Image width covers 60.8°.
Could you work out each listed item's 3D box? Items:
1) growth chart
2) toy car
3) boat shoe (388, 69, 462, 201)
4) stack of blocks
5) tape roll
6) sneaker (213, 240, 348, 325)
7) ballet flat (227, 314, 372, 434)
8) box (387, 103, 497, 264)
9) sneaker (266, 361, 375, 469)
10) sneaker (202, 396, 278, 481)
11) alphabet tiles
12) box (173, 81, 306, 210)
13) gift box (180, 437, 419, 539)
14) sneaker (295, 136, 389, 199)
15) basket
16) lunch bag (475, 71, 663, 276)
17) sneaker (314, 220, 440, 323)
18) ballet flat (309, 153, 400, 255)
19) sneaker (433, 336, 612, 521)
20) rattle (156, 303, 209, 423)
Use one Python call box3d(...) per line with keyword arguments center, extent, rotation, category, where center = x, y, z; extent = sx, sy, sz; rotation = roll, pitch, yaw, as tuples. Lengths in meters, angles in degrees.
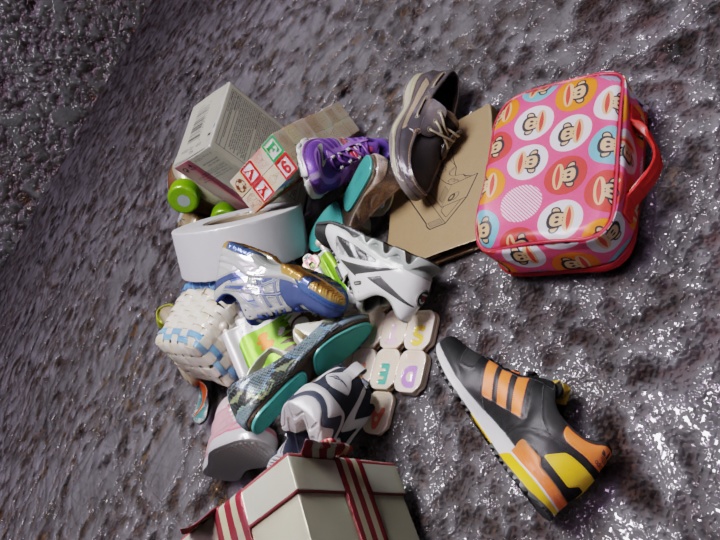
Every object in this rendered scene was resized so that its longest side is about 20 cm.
box3d(center=(-0.087, 0.069, 0.791), extent=(0.199, 0.018, 0.145), rotation=(-38, 66, -5), category="growth chart")
box3d(center=(-0.312, -0.098, 1.147), extent=(0.201, 0.155, 0.166), rotation=(-50, 25, 27), category="toy car")
box3d(center=(0.087, -0.184, 0.782), extent=(0.072, 0.074, 0.205), rotation=(-16, 53, 39), category="boat shoe")
box3d(center=(-0.094, -0.174, 0.928), extent=(0.115, 0.059, 0.200), rotation=(-37, 5, 38), category="stack of blocks")
box3d(center=(-0.175, -0.046, 0.914), extent=(0.199, 0.200, 0.073), rotation=(2, 108, 47), category="tape roll")
box3d(center=(-0.101, 0.032, 0.763), extent=(0.196, 0.075, 0.090), rotation=(20, 93, 32), category="sneaker")
box3d(center=(-0.073, 0.101, 0.717), extent=(0.198, 0.076, 0.073), rotation=(-36, 29, -30), category="ballet flat")
box3d(center=(0.105, -0.101, 0.780), extent=(0.161, 0.021, 0.205), rotation=(-22, 48, 36), category="box")
box3d(center=(-0.035, 0.182, 0.699), extent=(0.078, 0.203, 0.129), rotation=(29, 42, 27), category="sneaker")
box3d(center=(-0.151, 0.198, 0.785), extent=(0.200, 0.074, 0.107), rotation=(-46, 27, 53), category="sneaker")
box3d(center=(0.010, 0.097, 0.759), extent=(0.197, 0.014, 0.200), rotation=(-5, 62, 45), category="alphabet tiles")
box3d(center=(-0.185, -0.183, 1.010), extent=(0.107, 0.199, 0.131), rotation=(-15, 54, 40), category="box")
box3d(center=(-0.048, 0.265, 0.544), extent=(0.183, 0.199, 0.189), rotation=(-38, 52, 17), category="gift box")
box3d(center=(-0.019, -0.158, 0.848), extent=(0.082, 0.083, 0.199), rotation=(-11, 14, 33), category="sneaker")
box3d(center=(-0.192, 0.063, 0.907), extent=(0.174, 0.140, 0.202), rotation=(0, 50, 47), category="basket")
box3d(center=(0.212, -0.099, 0.618), extent=(0.173, 0.081, 0.205), rotation=(-6, 60, 44), category="lunch bag")
box3d(center=(0.000, 0.000, 0.745), extent=(0.198, 0.073, 0.091), rotation=(27, 94, 44), category="sneaker")
box3d(center=(-0.003, -0.077, 0.839), extent=(0.200, 0.066, 0.070), rotation=(-45, 43, 47), category="ballet flat")
box3d(center=(0.145, 0.121, 0.565), extent=(0.089, 0.070, 0.201), rotation=(-36, 41, 2), category="sneaker")
box3d(center=(-0.243, 0.131, 0.998), extent=(0.200, 0.140, 0.133), rotation=(45, 131, 36), category="rattle")
